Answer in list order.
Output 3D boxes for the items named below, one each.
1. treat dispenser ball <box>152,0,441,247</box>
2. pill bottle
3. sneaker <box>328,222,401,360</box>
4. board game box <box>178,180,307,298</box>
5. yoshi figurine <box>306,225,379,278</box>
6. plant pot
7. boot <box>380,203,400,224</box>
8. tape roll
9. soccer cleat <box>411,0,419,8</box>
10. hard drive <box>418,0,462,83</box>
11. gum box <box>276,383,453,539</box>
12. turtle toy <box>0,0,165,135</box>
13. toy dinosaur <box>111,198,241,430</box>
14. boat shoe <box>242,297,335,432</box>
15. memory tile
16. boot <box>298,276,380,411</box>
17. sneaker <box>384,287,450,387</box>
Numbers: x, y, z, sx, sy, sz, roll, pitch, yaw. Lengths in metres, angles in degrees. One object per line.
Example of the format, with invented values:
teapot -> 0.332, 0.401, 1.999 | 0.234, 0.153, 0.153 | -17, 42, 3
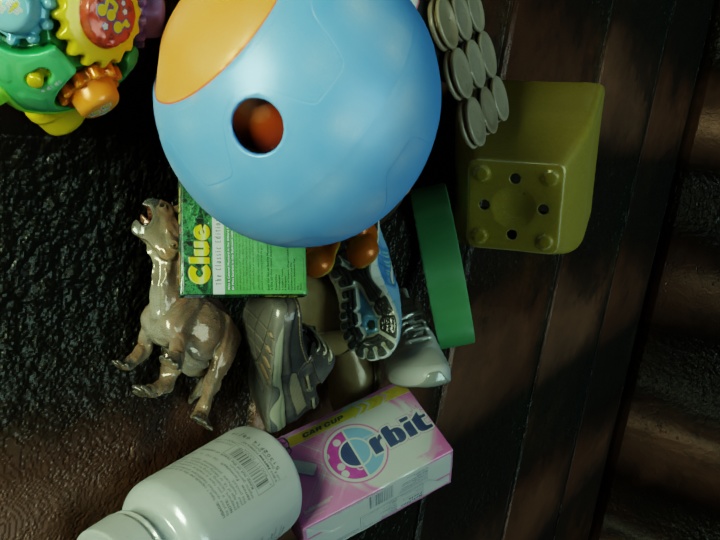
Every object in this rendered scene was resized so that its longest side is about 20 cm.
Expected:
treat dispenser ball -> -0.042, -0.119, 0.553 | 0.200, 0.198, 0.205 | -33, 131, -48
pill bottle -> -0.153, 0.232, 0.731 | 0.199, 0.113, 0.117 | -22, 122, -54
sneaker -> 0.000, 0.000, 0.880 | 0.090, 0.077, 0.204 | 28, 50, -74
board game box -> -0.096, -0.080, 0.647 | 0.103, 0.023, 0.205 | 2, 82, -21
yoshi figurine -> -0.065, -0.071, 0.740 | 0.112, 0.112, 0.201 | -41, 124, -9
plant pot -> 0.208, -0.120, 1.033 | 0.201, 0.191, 0.198 | -63, 154, -58
boot -> 0.040, -0.166, 0.913 | 0.202, 0.069, 0.148 | 107, 1, -50
tape roll -> 0.103, -0.006, 1.009 | 0.200, 0.047, 0.205 | -12, 90, -84
soccer cleat -> -0.011, -0.181, 0.694 | 0.200, 0.072, 0.069 | 122, -11, -62
hard drive -> 0.067, -0.304, 0.824 | 0.139, 0.032, 0.205 | -5, 86, -61
gum box -> 0.001, 0.215, 0.897 | 0.197, 0.114, 0.067 | -22, 137, -19
turtle toy -> -0.176, -0.184, 0.505 | 0.203, 0.100, 0.146 | -64, 148, -17
toy dinosaur -> -0.141, 0.047, 0.700 | 0.202, 0.084, 0.137 | 75, 35, -50
boat shoe -> -0.066, 0.077, 0.754 | 0.072, 0.075, 0.202 | -19, 149, -20
memory tile -> 0.106, -0.236, 0.825 | 0.153, 0.016, 0.203 | -48, 123, -56
boot -> -0.049, 0.091, 0.894 | 0.199, 0.065, 0.179 | 6, 87, -60
sneaker -> 0.056, 0.080, 0.963 | 0.069, 0.200, 0.082 | -4, 107, -13
